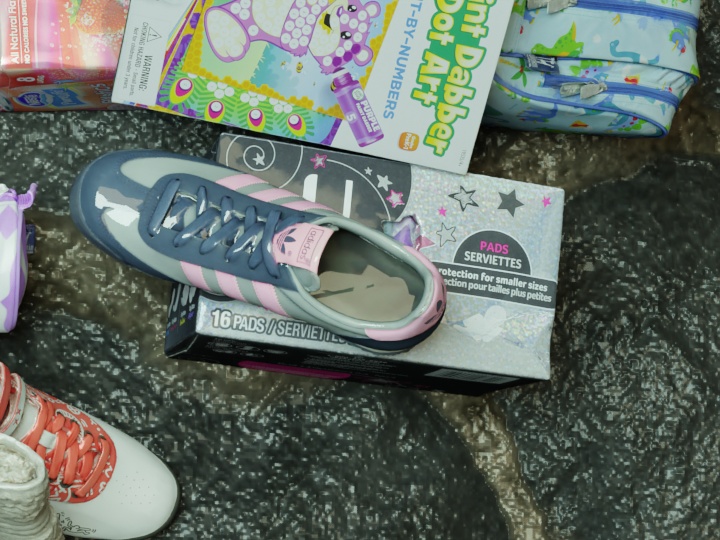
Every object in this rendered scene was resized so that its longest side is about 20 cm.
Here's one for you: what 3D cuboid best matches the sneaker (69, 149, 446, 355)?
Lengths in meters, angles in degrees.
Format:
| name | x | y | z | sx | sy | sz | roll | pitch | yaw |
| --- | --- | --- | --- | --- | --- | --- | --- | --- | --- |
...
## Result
| name | x | y | z | sx | sy | sz | roll | pitch | yaw |
| --- | --- | --- | --- | --- | --- | --- | --- | --- | --- |
| sneaker | -0.048 | -0.017 | 0.871 | 0.200 | 0.082 | 0.070 | 18 | 79 | -7 |

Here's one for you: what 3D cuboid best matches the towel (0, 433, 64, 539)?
| name | x | y | z | sx | sy | sz | roll | pitch | yaw |
| --- | --- | --- | --- | --- | --- | --- | --- | --- | --- |
| towel | -0.249 | 0.098 | 0.886 | 0.200 | 0.133 | 0.035 | 15 | 64 | 3 |

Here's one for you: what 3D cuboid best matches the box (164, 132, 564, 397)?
| name | x | y | z | sx | sy | sz | roll | pitch | yaw |
| --- | --- | --- | --- | --- | --- | --- | --- | --- | --- |
| box | 0.000 | 0.000 | 0.990 | 0.200 | 0.132 | 0.115 | 7 | 80 | -13 |

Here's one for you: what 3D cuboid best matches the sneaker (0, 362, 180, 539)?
| name | x | y | z | sx | sy | sz | roll | pitch | yaw |
| --- | --- | --- | --- | --- | --- | --- | --- | --- | --- |
| sneaker | -0.185 | 0.091 | 0.937 | 0.201 | 0.108 | 0.067 | 28 | 75 | -9 |

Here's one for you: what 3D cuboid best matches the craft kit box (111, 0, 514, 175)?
| name | x | y | z | sx | sy | sz | roll | pitch | yaw |
| --- | --- | --- | --- | --- | --- | --- | --- | --- | --- |
| craft kit box | -0.015 | -0.164 | 0.905 | 0.197 | 0.049 | 0.200 | 10 | 114 | -10 |

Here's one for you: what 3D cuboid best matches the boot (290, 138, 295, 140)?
| name | x | y | z | sx | sy | sz | roll | pitch | yaw |
| --- | --- | --- | --- | --- | --- | --- | --- | --- | --- |
| boot | -0.073 | -0.192 | 1.000 | 0.200 | 0.174 | 0.069 | 45 | 33 | 16 |

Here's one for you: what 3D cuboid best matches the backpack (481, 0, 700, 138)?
| name | x | y | z | sx | sy | sz | roll | pitch | yaw |
| --- | --- | --- | --- | --- | --- | --- | --- | --- | --- |
| backpack | 0.108 | -0.144 | 1.043 | 0.200 | 0.163 | 0.154 | -12 | 92 | -23 |

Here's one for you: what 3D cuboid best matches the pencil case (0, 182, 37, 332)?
| name | x | y | z | sx | sy | sz | roll | pitch | yaw |
| --- | --- | --- | --- | --- | --- | --- | --- | --- | --- |
| pencil case | -0.274 | -0.014 | 0.943 | 0.200 | 0.084 | 0.086 | 4 | 115 | -16 |

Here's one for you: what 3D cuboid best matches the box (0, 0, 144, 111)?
| name | x | y | z | sx | sy | sz | roll | pitch | yaw |
| --- | --- | --- | --- | --- | --- | --- | --- | --- | --- |
| box | -0.166 | -0.198 | 0.999 | 0.102 | 0.095 | 0.200 | -2 | 81 | -14 |
